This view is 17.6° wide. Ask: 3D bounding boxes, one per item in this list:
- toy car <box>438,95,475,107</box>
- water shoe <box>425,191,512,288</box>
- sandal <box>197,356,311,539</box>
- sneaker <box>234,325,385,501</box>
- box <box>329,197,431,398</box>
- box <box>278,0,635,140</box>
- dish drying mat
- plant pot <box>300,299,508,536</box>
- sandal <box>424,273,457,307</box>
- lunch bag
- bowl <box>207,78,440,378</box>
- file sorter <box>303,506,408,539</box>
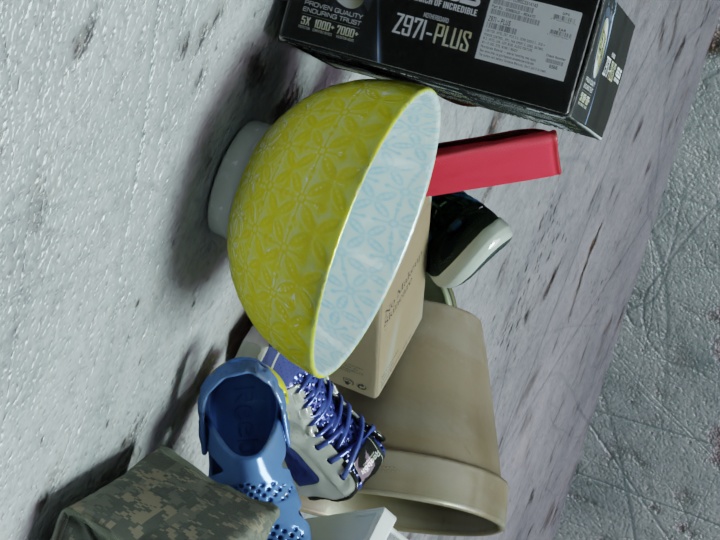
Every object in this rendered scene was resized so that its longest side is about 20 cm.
[{"bbox_3d":[0.109,-0.183,1.721,0.158,0.164,0.200,-67,163,-3],"label":"toy car"},{"bbox_3d":[0.060,-0.039,1.862,0.071,0.079,0.200,-42,-168,-5],"label":"water shoe"},{"bbox_3d":[-0.077,0.142,1.586,0.087,0.079,0.201,89,-11,-66],"label":"sandal"},{"bbox_3d":[-0.034,0.106,1.745,0.200,0.115,0.081,97,19,-49],"label":"sneaker"},{"bbox_3d":[0.000,0.000,1.795,0.095,0.077,0.200,-60,165,-30],"label":"box"},{"bbox_3d":[0.067,-0.158,1.530,0.164,0.199,0.087,11,95,-76],"label":"box"},{"bbox_3d":[0.040,-0.069,1.631,0.077,0.199,0.018,69,12,-71],"label":"dish drying mat"},{"bbox_3d":[0.032,0.119,1.940,0.200,0.199,0.174,60,37,-74],"label":"plant pot"},{"bbox_3d":[0.026,0.083,2.049,0.057,0.080,0.202,2,110,-64],"label":"sandal"},{"bbox_3d":[-0.151,0.238,1.493,0.201,0.117,0.164,-66,168,16],"label":"lunch bag"},{"bbox_3d":[-0.036,-0.042,1.517,0.200,0.107,0.201,22,90,-78],"label":"bowl"},{"bbox_3d":[-0.027,0.268,1.657,0.200,0.124,0.139,-16,-141,54],"label":"file sorter"}]
